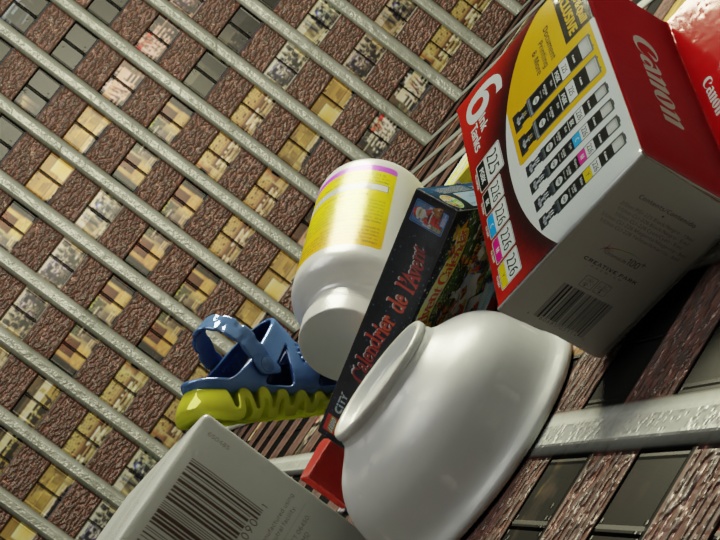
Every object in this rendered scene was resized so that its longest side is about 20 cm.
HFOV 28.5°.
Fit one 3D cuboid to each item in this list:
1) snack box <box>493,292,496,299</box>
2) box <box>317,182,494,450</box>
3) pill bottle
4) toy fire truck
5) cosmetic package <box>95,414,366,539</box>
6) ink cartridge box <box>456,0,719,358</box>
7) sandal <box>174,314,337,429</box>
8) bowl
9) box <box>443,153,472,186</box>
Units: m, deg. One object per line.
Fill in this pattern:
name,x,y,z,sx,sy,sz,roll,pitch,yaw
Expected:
snack box,0.163,-0.069,1.183,0.143,0.053,0.200,-57,5,-25
box,0.050,0.032,1.062,0.136,0.038,0.201,-13,-52,-60
pill bottle,0.000,0.000,1.173,0.104,0.104,0.201,-50,15,33
toy fire truck,0.034,0.105,1.233,0.201,0.049,0.141,-56,6,-23
cosmetic package,-0.128,0.250,1.092,0.165,0.165,0.200,-56,6,-35
ink cartridge box,0.151,-0.084,0.856,0.176,0.083,0.201,-50,29,31
sandal,-0.066,0.079,1.147,0.079,0.088,0.199,-17,-13,39
bowl,0.045,0.098,0.947,0.202,0.090,0.201,-54,4,6
box,0.118,-0.095,1.236,0.118,0.048,0.200,-56,0,-27
